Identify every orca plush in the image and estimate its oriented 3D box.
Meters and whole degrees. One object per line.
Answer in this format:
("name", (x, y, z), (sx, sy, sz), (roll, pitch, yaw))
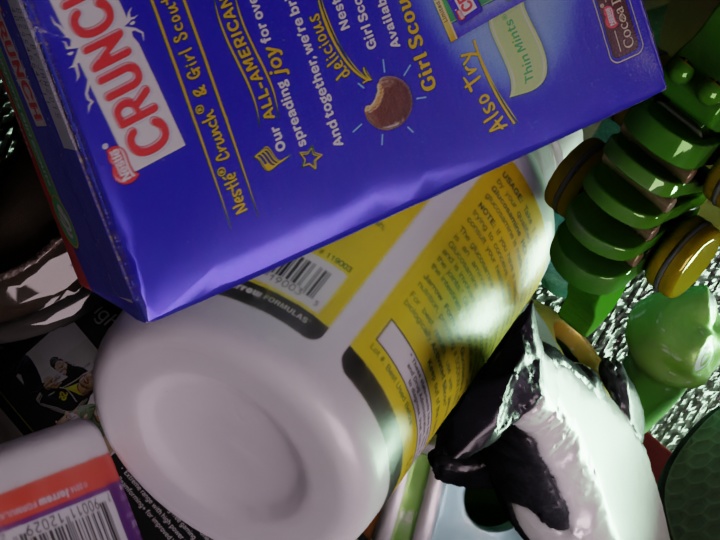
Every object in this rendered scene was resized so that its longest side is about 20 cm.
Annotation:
("orca plush", (0.056, 0.079, 1.075), (0.071, 0.105, 0.200), (-6, 166, 19))

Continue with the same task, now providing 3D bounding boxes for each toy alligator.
("toy alligator", (0.111, -0.052, 1.015), (0.054, 0.059, 0.200), (-23, 149, -56))

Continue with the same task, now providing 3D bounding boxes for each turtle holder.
("turtle holder", (0.054, 0.072, 1.191), (0.185, 0.141, 0.132), (4, 147, -2))

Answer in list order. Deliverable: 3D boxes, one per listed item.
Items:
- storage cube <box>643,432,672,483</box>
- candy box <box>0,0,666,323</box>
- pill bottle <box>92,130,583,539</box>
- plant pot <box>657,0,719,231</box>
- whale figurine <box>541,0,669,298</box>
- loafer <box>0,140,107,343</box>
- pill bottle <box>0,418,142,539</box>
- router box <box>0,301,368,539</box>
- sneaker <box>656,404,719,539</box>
("storage cube", (0.090, 0.195, 1.321), (0.180, 0.200, 0.171), (-21, 140, -38))
("candy box", (-0.022, -0.101, 0.964), (0.200, 0.077, 0.169), (-24, 107, -19))
("pill bottle", (0.000, 0.000, 1.065), (0.200, 0.112, 0.113), (-52, 156, -39))
("plant pot", (0.219, -0.052, 1.062), (0.200, 0.142, 0.200), (-4, 114, -9))
("whale figurine", (0.144, -0.054, 1.186), (0.200, 0.104, 0.159), (-42, 143, 10))
("loafer", (-0.083, -0.059, 1.037), (0.200, 0.073, 0.071), (-44, 129, -3))
("pill bottle", (-0.109, 0.162, 1.028), (0.111, 0.200, 0.111), (-20, 178, -1))
("router box", (-0.082, 0.118, 1.108), (0.149, 0.200, 0.051), (-41, 175, 6))
("sneaker", (0.173, 0.155, 1.200), (0.077, 0.202, 0.146), (-12, 126, 21))
